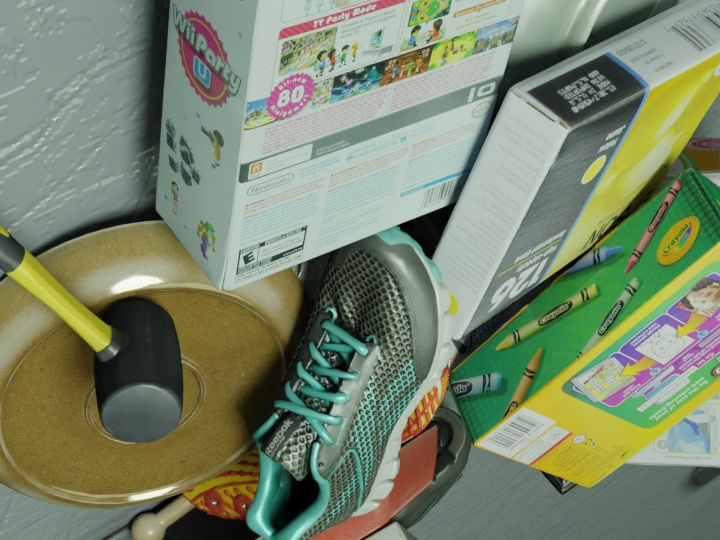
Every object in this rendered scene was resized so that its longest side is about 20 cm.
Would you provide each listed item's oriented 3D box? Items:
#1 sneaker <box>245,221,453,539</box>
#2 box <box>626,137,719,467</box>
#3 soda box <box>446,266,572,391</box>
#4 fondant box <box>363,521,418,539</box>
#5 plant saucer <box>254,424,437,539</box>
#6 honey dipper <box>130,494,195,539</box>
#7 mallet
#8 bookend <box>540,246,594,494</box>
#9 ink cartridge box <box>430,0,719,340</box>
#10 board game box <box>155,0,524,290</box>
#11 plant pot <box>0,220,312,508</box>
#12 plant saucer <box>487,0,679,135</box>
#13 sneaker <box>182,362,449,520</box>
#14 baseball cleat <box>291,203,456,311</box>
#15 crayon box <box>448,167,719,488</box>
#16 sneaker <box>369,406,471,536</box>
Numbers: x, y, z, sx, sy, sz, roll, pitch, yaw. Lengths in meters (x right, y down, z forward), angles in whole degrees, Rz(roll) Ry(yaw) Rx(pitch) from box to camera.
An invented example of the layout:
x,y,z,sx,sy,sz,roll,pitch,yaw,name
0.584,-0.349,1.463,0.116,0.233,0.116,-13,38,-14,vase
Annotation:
x,y,z,sx,sy,sz,roll,pitch,yaw,name
-0.012,0.069,0.664,0.091,0.077,0.201,-33,142,-48,sneaker
0.225,0.018,0.869,0.113,0.101,0.201,-52,139,-65,box
0.102,0.036,0.883,0.199,0.063,0.069,-6,96,-46,soda box
-0.015,0.234,0.850,0.144,0.058,0.200,-30,162,-2,fondant box
-0.038,0.180,0.858,0.199,0.037,0.200,-33,172,11,plant saucer
-0.069,0.118,0.852,0.200,0.038,0.038,-34,149,-4,honey dipper
-0.142,0.006,0.547,0.041,0.066,0.200,-31,135,12,mallet
0.210,0.048,1.016,0.198,0.092,0.200,-32,147,-15,bookend
0.114,-0.041,0.702,0.197,0.047,0.201,-31,153,-42,ink cartridge box
-0.006,-0.099,0.553,0.147,0.064,0.201,-23,146,-30,board game box
-0.115,0.061,0.676,0.199,0.028,0.201,-14,134,-15,plant pot
0.126,-0.146,0.679,0.200,0.050,0.201,-41,155,-24,plant saucer
-0.028,0.100,0.802,0.199,0.073,0.077,-23,-171,20,sneaker
0.000,0.000,0.741,0.200,0.070,0.107,-36,150,-11,baseball cleat
0.164,0.042,0.769,0.118,0.058,0.200,25,122,-39,crayon box
0.010,0.191,0.991,0.200,0.075,0.079,-36,152,-8,sneaker
